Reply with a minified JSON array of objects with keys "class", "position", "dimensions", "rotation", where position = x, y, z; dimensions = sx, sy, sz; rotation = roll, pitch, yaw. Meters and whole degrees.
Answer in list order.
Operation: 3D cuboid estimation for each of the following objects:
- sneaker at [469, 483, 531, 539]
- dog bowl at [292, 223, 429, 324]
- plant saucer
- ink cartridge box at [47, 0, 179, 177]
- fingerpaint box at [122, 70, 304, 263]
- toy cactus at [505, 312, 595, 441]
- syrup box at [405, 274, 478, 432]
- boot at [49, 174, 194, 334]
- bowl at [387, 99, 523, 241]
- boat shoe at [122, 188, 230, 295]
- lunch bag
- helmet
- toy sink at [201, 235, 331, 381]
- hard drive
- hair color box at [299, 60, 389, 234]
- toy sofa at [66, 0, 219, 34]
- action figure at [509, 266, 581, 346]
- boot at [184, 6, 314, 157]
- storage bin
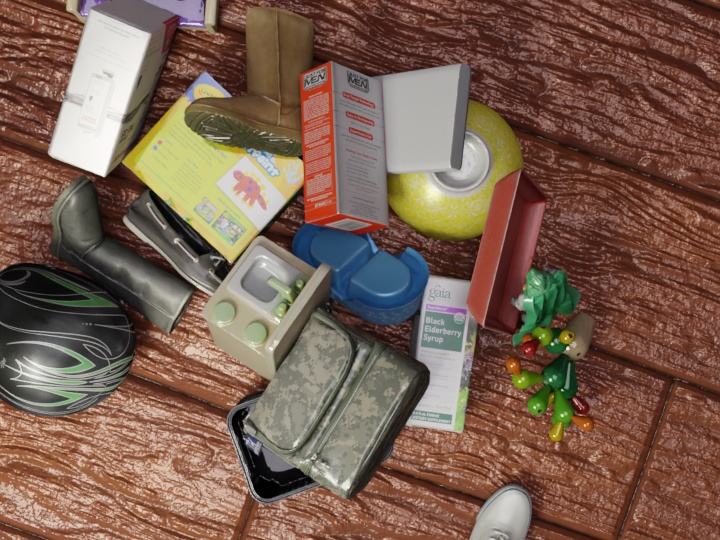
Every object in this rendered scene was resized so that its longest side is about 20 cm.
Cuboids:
[{"class":"sneaker","position":[0.176,0.385,1.361],"dimensions":[0.073,0.071,0.201],"rotation":[26,89,0]},{"class":"dog bowl","position":[0.000,0.000,1.332],"dimensions":[0.200,0.050,0.111],"rotation":[32,59,27]},{"class":"plant saucer","position":[0.189,-0.021,1.311],"dimensions":[0.037,0.200,0.201],"rotation":[13,88,20]},{"class":"ink cartridge box","position":[-0.316,-0.240,1.296],"dimensions":[0.082,0.147,0.201],"rotation":[22,113,-5]},{"class":"fingerpaint box","position":[-0.187,-0.137,1.362],"dimensions":[0.200,0.073,0.167],"rotation":[42,90,0]},{"class":"toy cactus","position":[0.272,0.123,1.338],"dimensions":[0.165,0.102,0.200],"rotation":[-53,129,-31]},{"class":"syrup box","position":[0.108,0.109,1.359],"dimensions":[0.078,0.081,0.201],"rotation":[8,90,-3]},{"class":"boot","position":[-0.309,-0.016,1.325],"dimensions":[0.200,0.182,0.073],"rotation":[37,57,7]},{"class":"bowl","position":[0.126,-0.140,1.348],"dimensions":[0.199,0.108,0.201],"rotation":[0,90,0]},{"class":"boat shoe","position":[-0.232,-0.032,1.362],"dimensions":[0.200,0.067,0.057],"rotation":[38,104,3]},{"class":"lunch bag","position":[-0.032,0.162,1.243],"dimensions":[0.167,0.139,0.200],"rotation":[31,89,14]},{"class":"helmet","position":[-0.392,0.095,1.301],"dimensions":[0.190,0.200,0.201],"rotation":[25,89,8]},{"class":"toy sink","position":[-0.119,0.045,1.281],"dimensions":[0.112,0.200,0.131],"rotation":[32,75,7]},{"class":"hard drive","position":[0.056,-0.193,1.318],"dimensions":[0.027,0.200,0.133],"rotation":[9,85,-43]},{"class":"hair color box","position":[-0.020,-0.155,1.298],"dimensions":[0.061,0.101,0.201],"rotation":[-12,74,40]},{"class":"toy sofa","position":[-0.289,-0.375,1.352],"dimensions":[0.199,0.098,0.083],"rotation":[5,89,-1]},{"class":"action figure","position":[0.233,0.034,1.301],"dimensions":[0.118,0.200,0.055],"rotation":[-42,71,-2]},{"class":"boot","position":[-0.143,-0.256,1.316],"dimensions":[0.175,0.066,0.201],"rotation":[14,63,-30]},{"class":"storage bin","position":[-0.065,0.212,1.351],"dimensions":[0.199,0.094,0.136],"rotation":[-20,90,0]}]
